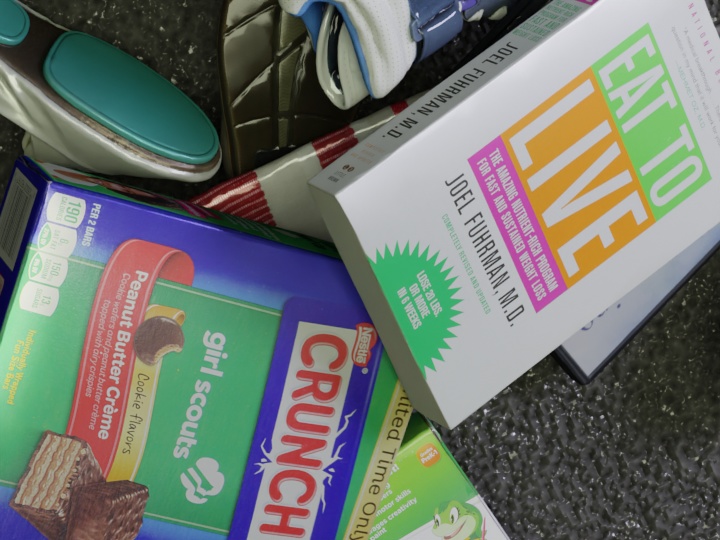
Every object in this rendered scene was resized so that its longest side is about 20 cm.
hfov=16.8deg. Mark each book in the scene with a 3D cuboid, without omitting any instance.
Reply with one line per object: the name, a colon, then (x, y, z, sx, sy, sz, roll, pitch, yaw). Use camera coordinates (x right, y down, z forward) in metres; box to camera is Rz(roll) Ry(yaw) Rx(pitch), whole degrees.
book: (0.081, -0.042, 1.090, 0.200, 0.048, 0.134, -38, 124, -17)

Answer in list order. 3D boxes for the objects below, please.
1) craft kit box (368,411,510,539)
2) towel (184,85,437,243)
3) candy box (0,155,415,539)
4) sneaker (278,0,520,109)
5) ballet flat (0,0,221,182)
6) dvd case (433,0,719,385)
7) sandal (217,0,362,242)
craft kit box: (0.006, 0.208, 1.229, 0.200, 0.049, 0.198, -35, 105, -1)
towel: (0.000, 0.000, 1.176, 0.199, 0.023, 0.145, -25, 119, -6)
candy box: (-0.081, 0.056, 1.114, 0.199, 0.077, 0.170, 15, 99, -23)
sneaker: (0.036, -0.130, 1.119, 0.147, 0.080, 0.200, -57, 140, -1)
ballet flat: (-0.160, -0.089, 1.151, 0.199, 0.069, 0.070, 31, 95, -7)
dvd case: (0.108, -0.048, 1.155, 0.143, 0.018, 0.200, -46, 133, -4)
sandal: (-0.031, -0.079, 1.172, 0.081, 0.055, 0.201, -8, 116, -13)
